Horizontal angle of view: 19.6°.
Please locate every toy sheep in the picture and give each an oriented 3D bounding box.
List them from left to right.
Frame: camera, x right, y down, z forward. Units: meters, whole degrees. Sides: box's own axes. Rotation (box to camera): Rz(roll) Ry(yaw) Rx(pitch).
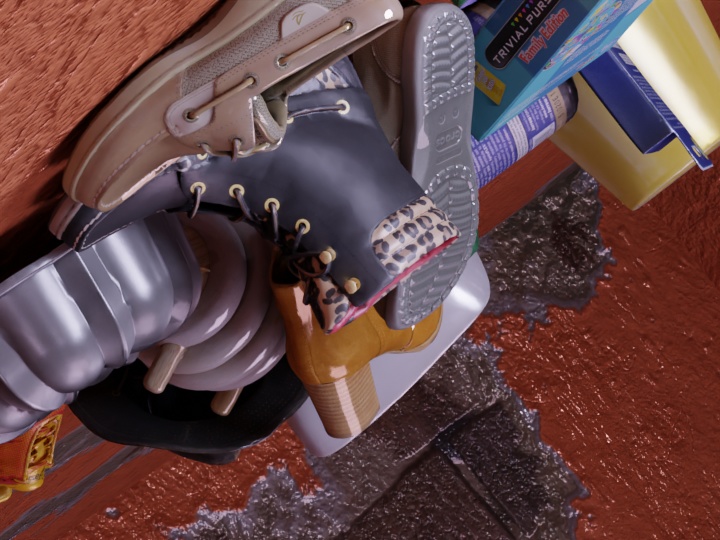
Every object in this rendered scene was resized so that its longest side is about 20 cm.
[{"bbox_3d":[-0.101,0.022,1.402,0.138,0.138,0.200,-39,157,11],"label":"toy sheep"}]

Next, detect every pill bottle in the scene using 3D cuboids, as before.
[{"bbox_3d":[0.050,-0.100,1.504,0.200,0.112,0.112,-37,175,-10],"label":"pill bottle"}]

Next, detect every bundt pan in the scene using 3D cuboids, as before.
[{"bbox_3d":[-0.175,0.036,1.227,0.202,0.076,0.202,-34,180,0],"label":"bundt pan"}]

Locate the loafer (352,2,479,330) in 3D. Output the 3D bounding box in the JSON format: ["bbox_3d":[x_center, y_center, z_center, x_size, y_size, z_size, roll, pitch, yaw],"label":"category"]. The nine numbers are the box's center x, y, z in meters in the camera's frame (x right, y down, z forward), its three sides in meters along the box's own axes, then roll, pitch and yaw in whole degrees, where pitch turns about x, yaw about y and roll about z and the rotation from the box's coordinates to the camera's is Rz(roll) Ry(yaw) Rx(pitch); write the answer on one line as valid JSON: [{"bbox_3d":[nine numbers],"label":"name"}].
[{"bbox_3d":[0.025,-0.064,1.230,0.075,0.070,0.200,-17,118,-49],"label":"loafer"}]

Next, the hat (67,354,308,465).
[{"bbox_3d":[-0.122,0.090,1.509,0.201,0.201,0.081,-35,137,-33],"label":"hat"}]

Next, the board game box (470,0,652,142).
[{"bbox_3d":[0.144,-0.177,1.231,0.151,0.047,0.200,-37,171,-41],"label":"board game box"}]

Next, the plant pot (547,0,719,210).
[{"bbox_3d":[0.214,-0.161,1.688,0.201,0.189,0.201,-38,175,-4],"label":"plant pot"}]

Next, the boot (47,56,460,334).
[{"bbox_3d":[-0.054,-0.031,1.142,0.200,0.151,0.073,-34,174,-26],"label":"boot"}]

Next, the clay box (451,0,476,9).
[{"bbox_3d":[0.129,-0.229,1.237,0.115,0.048,0.200,-42,173,40],"label":"clay box"}]

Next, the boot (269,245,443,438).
[{"bbox_3d":[-0.001,0.000,1.396,0.071,0.144,0.201,-1,-145,22],"label":"boot"}]

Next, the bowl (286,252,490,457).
[{"bbox_3d":[-0.004,0.030,1.640,0.200,0.075,0.200,-45,-158,10],"label":"bowl"}]

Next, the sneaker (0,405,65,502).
[{"bbox_3d":[-0.255,0.123,1.602,0.073,0.077,0.200,-32,171,-40],"label":"sneaker"}]

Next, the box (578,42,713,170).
[{"bbox_3d":[0.181,-0.145,1.508,0.032,0.200,0.121,-39,175,13],"label":"box"}]

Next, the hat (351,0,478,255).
[{"bbox_3d":[-0.029,-0.079,1.343,0.176,0.166,0.200,-13,141,5],"label":"hat"}]

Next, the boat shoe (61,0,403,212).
[{"bbox_3d":[-0.066,-0.086,1.039,0.200,0.065,0.072,-39,175,17],"label":"boat shoe"}]
